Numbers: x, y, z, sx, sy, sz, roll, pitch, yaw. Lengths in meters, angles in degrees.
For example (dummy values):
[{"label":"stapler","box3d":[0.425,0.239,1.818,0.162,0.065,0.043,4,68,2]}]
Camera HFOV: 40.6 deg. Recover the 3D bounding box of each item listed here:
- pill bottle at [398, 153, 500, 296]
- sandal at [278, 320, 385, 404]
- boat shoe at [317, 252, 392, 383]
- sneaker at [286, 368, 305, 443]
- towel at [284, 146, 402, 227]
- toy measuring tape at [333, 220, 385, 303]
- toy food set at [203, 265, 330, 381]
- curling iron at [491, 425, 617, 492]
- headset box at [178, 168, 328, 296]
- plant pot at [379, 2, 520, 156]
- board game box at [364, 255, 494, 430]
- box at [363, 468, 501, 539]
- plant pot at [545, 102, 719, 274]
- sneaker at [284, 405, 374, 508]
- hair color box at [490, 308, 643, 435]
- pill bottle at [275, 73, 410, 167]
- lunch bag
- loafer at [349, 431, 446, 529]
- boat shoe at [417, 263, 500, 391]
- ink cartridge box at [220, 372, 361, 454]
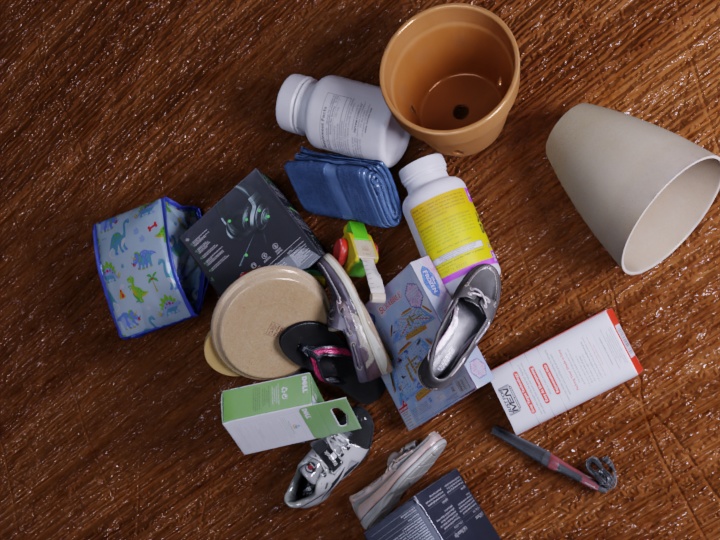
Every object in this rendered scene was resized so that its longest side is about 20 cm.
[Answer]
[{"label":"pill bottle","box3d":[0.126,-0.066,1.443,0.103,0.104,0.204,-25,81,23]},{"label":"sandal","box3d":[-0.037,0.145,1.494,0.199,0.045,0.075,36,101,-22]},{"label":"boat shoe","box3d":[-0.020,0.073,1.458,0.064,0.072,0.203,-28,90,-4]},{"label":"sneaker","box3d":[-0.106,0.179,1.587,0.086,0.074,0.204,14,104,5]},{"label":"towel","box3d":[-0.024,-0.127,1.497,0.197,0.049,0.113,12,136,42]},{"label":"toy measuring tape","box3d":[0.000,0.000,1.490,0.073,0.073,0.202,-42,38,20]},{"label":"toy food set","box3d":[-0.135,0.082,1.491,0.049,0.194,0.204,-126,47,-59]},{"label":"curling iron","box3d":[0.283,0.270,1.424,0.197,0.026,0.050,18,78,28]},{"label":"headset box","box3d":[-0.169,-0.036,1.568,0.174,0.093,0.201,-41,76,6]},{"label":"plant pot","box3d":[0.136,-0.257,1.395,0.195,0.140,0.205,-5,71,13]},{"label":"board game box","box3d":[0.086,0.112,1.449,0.200,0.041,0.202,-42,72,52]},{"label":"box","box3d":[0.123,0.409,1.403,0.104,0.199,0.184,-39,75,18]},{"label":"plant pot","box3d":[0.350,-0.133,1.313,0.188,0.186,0.200,-53,58,16]},{"label":"sneaker","box3d":[-0.051,0.304,1.545,0.074,0.088,0.202,38,104,20]},{"label":"hair color box","box3d":[0.292,0.145,1.396,0.198,0.061,0.103,-30,79,21]},{"label":"pill bottle","box3d":[-0.027,-0.238,1.504,0.197,0.114,0.117,18,99,23]},{"label":"lunch bag","box3d":[-0.349,0.001,1.649,0.167,0.127,0.204,-18,72,27]},{"label":"loafer","box3d":[0.052,0.315,1.509,0.063,0.071,0.201,47,112,24]},{"label":"boat shoe","box3d":[0.143,0.075,1.333,0.066,0.057,0.202,31,74,-1]},{"label":"ink cartridge box","box3d":[-0.106,0.217,1.506,0.196,0.105,0.060,-13,50,7]}]
